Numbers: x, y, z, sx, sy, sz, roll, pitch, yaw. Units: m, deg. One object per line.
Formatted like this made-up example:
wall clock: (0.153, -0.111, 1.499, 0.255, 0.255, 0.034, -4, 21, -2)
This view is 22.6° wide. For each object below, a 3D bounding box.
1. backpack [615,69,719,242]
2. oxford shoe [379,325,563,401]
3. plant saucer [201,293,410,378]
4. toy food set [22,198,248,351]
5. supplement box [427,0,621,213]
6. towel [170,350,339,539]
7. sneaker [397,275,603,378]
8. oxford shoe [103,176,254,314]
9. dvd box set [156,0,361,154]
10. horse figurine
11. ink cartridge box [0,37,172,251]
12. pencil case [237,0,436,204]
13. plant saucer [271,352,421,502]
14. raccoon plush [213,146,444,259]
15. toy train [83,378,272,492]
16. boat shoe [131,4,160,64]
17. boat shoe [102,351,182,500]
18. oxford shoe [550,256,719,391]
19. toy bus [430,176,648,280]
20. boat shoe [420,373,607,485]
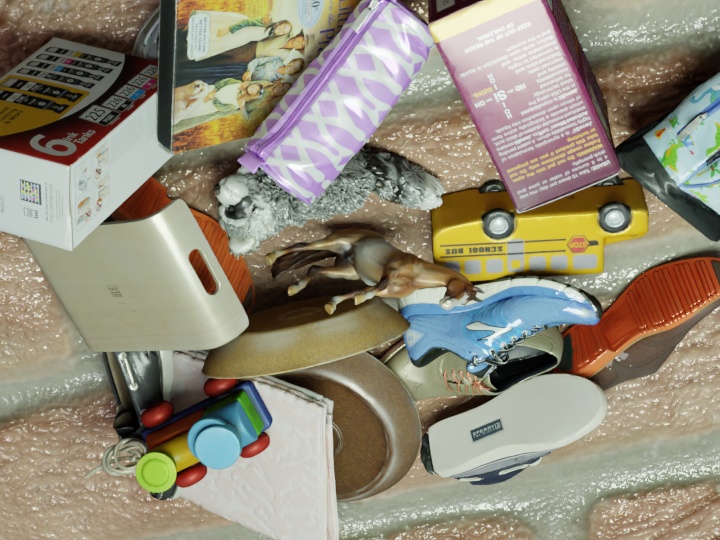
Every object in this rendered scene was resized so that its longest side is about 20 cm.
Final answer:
backpack: (0.352, -0.121, 1.599, 0.200, 0.154, 0.163, -50, 141, 8)
oxford shoe: (0.102, 0.091, 1.757, 0.200, 0.075, 0.071, -22, 121, 13)
plant saucer: (-0.054, 0.056, 1.679, 0.200, 0.200, 0.036, -12, 98, 7)
toy food set: (-0.210, 0.000, 1.655, 0.200, 0.060, 0.144, -4, 125, 36)
supplement box: (0.140, -0.175, 1.569, 0.103, 0.131, 0.200, -22, 117, 13)
towel: (-0.108, 0.176, 1.779, 0.200, 0.032, 0.191, 20, 125, 29)
sneaker: (0.133, 0.056, 1.698, 0.200, 0.079, 0.089, -8, 78, 25)
oxford shoe: (-0.182, -0.022, 1.706, 0.073, 0.071, 0.200, -22, 123, 42)
dvd box set: (-0.082, -0.187, 1.556, 0.200, 0.029, 0.147, -15, 126, -32)
horse figurine: (0.000, 0.000, 1.664, 0.132, 0.200, 0.050, -19, 116, -35)
ink cartridge box: (-0.273, -0.117, 1.535, 0.175, 0.200, 0.084, 14, 124, 16)
pencil case: (-0.016, -0.152, 1.543, 0.084, 0.085, 0.200, 36, 91, 25)
plant saucer: (-0.040, 0.158, 1.794, 0.200, 0.035, 0.201, 7, 123, 11)
raccoon plush: (-0.038, -0.054, 1.667, 0.200, 0.097, 0.134, 26, 125, -15)
toy train: (-0.186, 0.177, 1.687, 0.200, 0.116, 0.085, -26, 99, 12)
boat shoe: (-0.148, -0.208, 1.584, 0.074, 0.065, 0.202, 29, 116, -16)
boat shoe: (-0.216, 0.144, 1.779, 0.060, 0.074, 0.200, -20, 124, -30)
oxford shoe: (0.283, 0.054, 1.751, 0.200, 0.071, 0.073, -31, 133, 24)
toy bus: (0.166, -0.038, 1.687, 0.199, 0.065, 0.078, -3, 121, 2)
boat shoe: (0.164, 0.160, 1.785, 0.200, 0.075, 0.093, -19, 155, 26)
